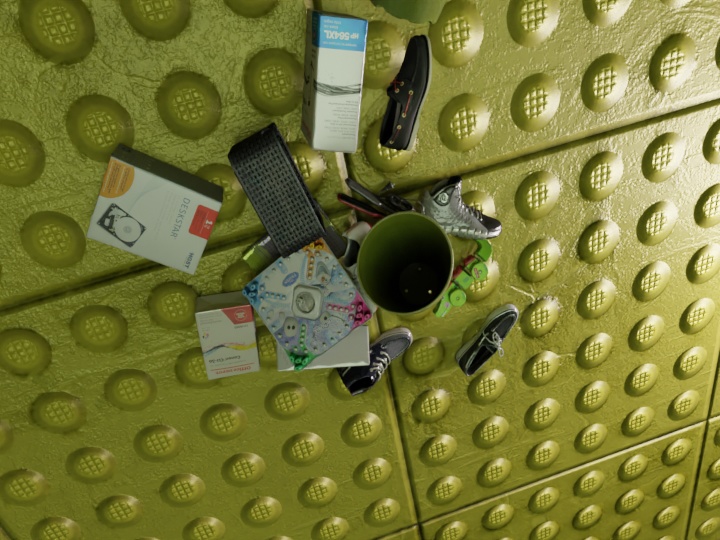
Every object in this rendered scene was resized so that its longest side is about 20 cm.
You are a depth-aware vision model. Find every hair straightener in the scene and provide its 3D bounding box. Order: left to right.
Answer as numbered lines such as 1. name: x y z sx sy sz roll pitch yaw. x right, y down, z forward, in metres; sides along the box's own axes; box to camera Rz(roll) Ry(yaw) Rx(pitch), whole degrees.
1. hair straightener: 0.054 -0.133 1.048 0.195 0.041 0.078 27 115 -8

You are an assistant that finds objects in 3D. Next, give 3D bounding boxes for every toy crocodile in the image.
1. toy crocodile: 0.225 0.019 1.179 0.061 0.068 0.202 36 102 -7

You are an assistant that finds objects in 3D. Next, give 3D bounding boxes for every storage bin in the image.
1. storage bin: -0.146 -0.144 0.949 0.092 0.136 0.204 -27 113 3

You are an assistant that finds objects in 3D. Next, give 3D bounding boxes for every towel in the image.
1. towel: -0.129 -0.038 1.083 0.197 0.023 0.145 -35 120 4

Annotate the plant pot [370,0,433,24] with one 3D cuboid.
1. plant pot: 0.093 -0.505 0.827 0.193 0.203 0.194 7 127 -17

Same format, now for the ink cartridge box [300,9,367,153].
1. ink cartridge box: -0.049 -0.319 0.892 0.081 0.147 0.207 0 116 -15

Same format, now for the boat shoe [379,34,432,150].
1. boat shoe: 0.082 -0.321 0.966 0.061 0.074 0.207 0 121 -23

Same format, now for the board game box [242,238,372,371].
1. board game box: -0.106 0.063 1.028 0.198 0.026 0.203 -35 92 12

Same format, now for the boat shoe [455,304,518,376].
1. boat shoe: 0.312 0.171 1.275 0.199 0.069 0.073 -44 119 9

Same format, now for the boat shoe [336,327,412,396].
1. boat shoe: 0.042 0.214 1.212 0.196 0.093 0.076 -31 120 3

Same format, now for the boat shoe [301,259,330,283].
1. boat shoe: -0.064 0.045 1.111 0.068 0.072 0.202 -15 133 15

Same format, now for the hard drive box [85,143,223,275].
1. hard drive box: -0.367 -0.107 0.957 0.195 0.077 0.159 20 110 -23

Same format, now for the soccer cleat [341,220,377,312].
1. soccer cleat: 0.000 0.000 1.097 0.084 0.067 0.207 -25 122 -39

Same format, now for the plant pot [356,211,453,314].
1. plant pot: 0.105 0.006 1.063 0.185 0.190 0.200 -35 161 6

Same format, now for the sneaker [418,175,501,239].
1. sneaker: 0.215 -0.133 1.096 0.192 0.075 0.119 3 113 -14

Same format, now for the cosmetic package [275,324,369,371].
1. cosmetic package: -0.082 0.163 1.129 0.192 0.108 0.088 -3 86 -10

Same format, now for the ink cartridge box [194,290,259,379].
1. ink cartridge box: -0.274 0.153 1.116 0.112 0.068 0.207 -8 118 -10
